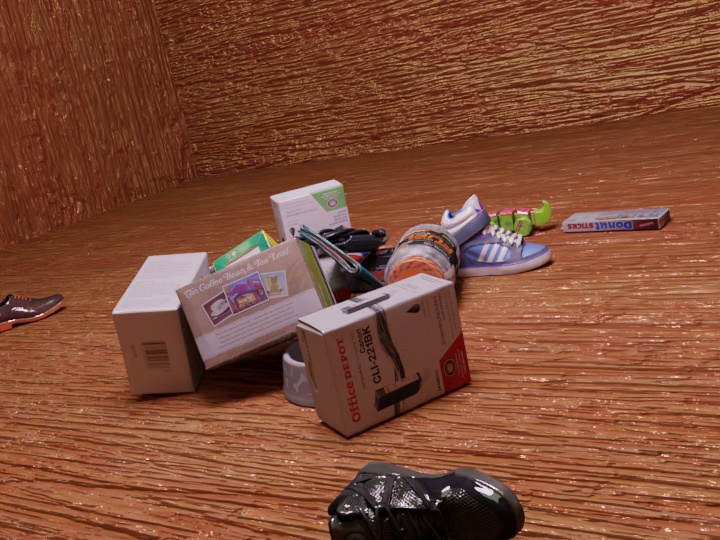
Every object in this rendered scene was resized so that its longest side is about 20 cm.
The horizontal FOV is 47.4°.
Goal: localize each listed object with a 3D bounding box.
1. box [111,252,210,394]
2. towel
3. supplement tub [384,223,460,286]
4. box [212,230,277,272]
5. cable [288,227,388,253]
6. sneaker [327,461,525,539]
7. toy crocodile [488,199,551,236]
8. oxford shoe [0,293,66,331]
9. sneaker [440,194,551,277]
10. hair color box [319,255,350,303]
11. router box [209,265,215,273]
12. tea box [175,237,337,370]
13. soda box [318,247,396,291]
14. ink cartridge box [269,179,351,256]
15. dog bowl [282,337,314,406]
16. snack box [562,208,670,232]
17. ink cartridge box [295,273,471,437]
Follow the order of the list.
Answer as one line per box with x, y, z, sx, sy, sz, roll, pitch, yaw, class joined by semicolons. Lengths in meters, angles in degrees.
-0.310;0.082;1.339;0.105;0.153;0.200;-3;26;5;box
-0.017;-0.006;1.433;0.146;0.022;0.200;36;-2;29;towel
0.109;-0.001;1.438;0.121;0.124;0.200;-9;16;13;supplement tub
-0.179;0.011;1.553;0.117;0.049;0.200;-32;-29;8;box
-0.054;-0.061;1.591;0.198;0.051;0.163;-6;7;-22;cable
0.047;0.231;0.744;0.198;0.077;0.114;-3;19;41;sneaker
0.316;-0.108;1.774;0.198;0.062;0.067;-6;16;26;toy crocodile
-0.804;0.086;1.954;0.199;0.073;0.071;-22;17;-32;oxford shoe
0.247;-0.071;1.531;0.198;0.148;0.081;-7;16;20;sneaker
-0.126;0.048;1.498;0.198;0.062;0.102;-16;44;-16;hair color box
-0.295;0.028;1.673;0.149;0.063;0.200;-18;-1;-21;router box
-0.151;0.052;1.279;0.199;0.135;0.197;-23;-5;5;tea box
0.000;0.000;1.618;0.198;0.071;0.063;-5;15;25;soda box
-0.092;-0.071;1.711;0.145;0.202;0.084;-17;19;-14;ink cartridge box
-0.023;0.128;1.201;0.198;0.059;0.200;-11;16;3;dog bowl
0.515;-0.101;1.659;0.199;0.025;0.072;0;18;39;snack box
0.032;0.106;1.068;0.199;0.146;0.084;-19;16;-24;ink cartridge box
